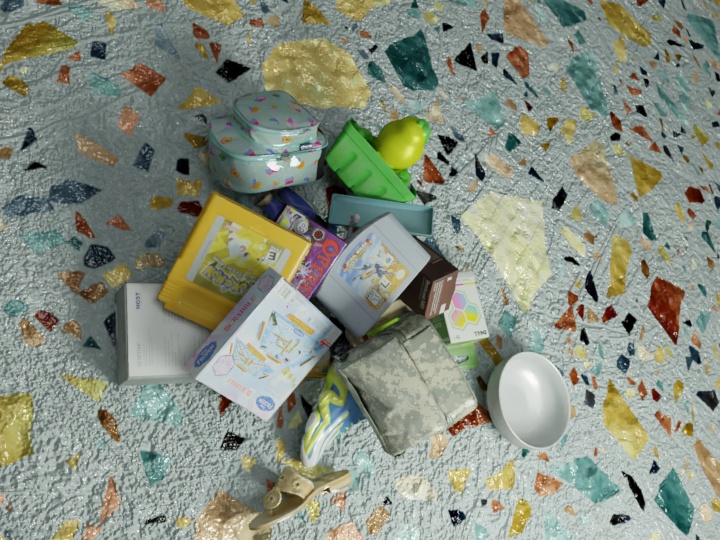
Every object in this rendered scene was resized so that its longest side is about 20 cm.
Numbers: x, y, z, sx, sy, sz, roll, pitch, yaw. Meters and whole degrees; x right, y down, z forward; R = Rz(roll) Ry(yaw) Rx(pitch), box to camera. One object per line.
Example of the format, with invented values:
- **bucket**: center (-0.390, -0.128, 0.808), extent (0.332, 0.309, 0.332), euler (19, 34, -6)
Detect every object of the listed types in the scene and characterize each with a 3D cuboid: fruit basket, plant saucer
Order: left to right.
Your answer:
- **plant saucer**: center (0.040, -0.103, 1.348), extent (0.200, 0.019, 0.070), euler (8, 59, -2)
- **fruit basket**: center (0.053, -0.232, 1.387), extent (0.216, 0.216, 0.156), euler (47, 13, -9)

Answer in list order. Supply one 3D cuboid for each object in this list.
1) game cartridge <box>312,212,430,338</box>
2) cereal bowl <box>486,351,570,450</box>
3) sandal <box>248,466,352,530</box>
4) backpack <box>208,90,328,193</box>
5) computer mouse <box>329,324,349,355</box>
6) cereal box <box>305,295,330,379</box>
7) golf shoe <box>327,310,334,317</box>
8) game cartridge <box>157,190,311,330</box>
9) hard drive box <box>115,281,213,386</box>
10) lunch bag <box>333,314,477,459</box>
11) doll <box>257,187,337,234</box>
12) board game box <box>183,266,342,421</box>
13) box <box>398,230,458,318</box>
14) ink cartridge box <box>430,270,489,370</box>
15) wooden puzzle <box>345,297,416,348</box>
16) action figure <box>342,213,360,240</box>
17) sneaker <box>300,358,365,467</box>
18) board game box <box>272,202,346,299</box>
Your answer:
- **game cartridge**: center (0.016, 0.002, 1.218), extent (0.133, 0.042, 0.200), euler (46, 76, -21)
- **cereal bowl**: center (0.340, 0.275, 1.467), extent (0.200, 0.083, 0.200), euler (10, 70, -28)
- **sandal**: center (-0.108, 0.359, 1.176), extent (0.211, 0.078, 0.070), euler (-13, 87, -41)
- **backpack**: center (-0.177, -0.231, 1.277), extent (0.200, 0.153, 0.176), euler (-23, 52, -25)
- **computer mouse**: center (0.039, 0.151, 1.332), extent (0.200, 0.053, 0.139), euler (44, 47, -19)
- **cereal box**: center (-0.126, 0.093, 1.277), extent (0.144, 0.040, 0.200), euler (8, 70, -30)
- **golf shoe**: center (0.000, 0.000, 1.282), extent (0.077, 0.088, 0.200), euler (38, 76, -28)
- **game cartridge**: center (-0.200, 0.002, 1.107), extent (0.176, 0.032, 0.200), euler (27, 97, -16)
- **hard drive box**: center (-0.292, 0.104, 1.152), extent (0.200, 0.077, 0.156), euler (3, 72, -30)
- **lunch bag**: center (0.067, 0.189, 1.172), extent (0.168, 0.139, 0.200), euler (-31, 95, -20)
- **doll**: center (-0.098, -0.082, 1.346), extent (0.200, 0.048, 0.136), euler (48, 66, -10)
- **board game box**: center (-0.148, 0.124, 1.122), extent (0.200, 0.041, 0.200), euler (-49, 139, -7)
- **box**: center (0.089, -0.006, 1.344), extent (0.075, 0.100, 0.200), euler (-24, 47, -34)
- **ink cartridge box**: center (0.201, 0.105, 1.455), extent (0.104, 0.059, 0.200), euler (-5, 76, -32)
- **wooden puzzle**: center (0.085, 0.157, 1.308), extent (0.185, 0.037, 0.200), euler (-24, 83, -39)
- **action figure**: center (-0.064, -0.018, 1.256), extent (0.200, 0.134, 0.149), euler (-17, 97, -48)
- **sneaker**: center (-0.032, 0.257, 1.221), extent (0.105, 0.076, 0.200), euler (18, 82, 7)
- **board game box**: center (-0.128, 0.003, 1.152), extent (0.120, 0.032, 0.200), euler (31, 99, -21)
